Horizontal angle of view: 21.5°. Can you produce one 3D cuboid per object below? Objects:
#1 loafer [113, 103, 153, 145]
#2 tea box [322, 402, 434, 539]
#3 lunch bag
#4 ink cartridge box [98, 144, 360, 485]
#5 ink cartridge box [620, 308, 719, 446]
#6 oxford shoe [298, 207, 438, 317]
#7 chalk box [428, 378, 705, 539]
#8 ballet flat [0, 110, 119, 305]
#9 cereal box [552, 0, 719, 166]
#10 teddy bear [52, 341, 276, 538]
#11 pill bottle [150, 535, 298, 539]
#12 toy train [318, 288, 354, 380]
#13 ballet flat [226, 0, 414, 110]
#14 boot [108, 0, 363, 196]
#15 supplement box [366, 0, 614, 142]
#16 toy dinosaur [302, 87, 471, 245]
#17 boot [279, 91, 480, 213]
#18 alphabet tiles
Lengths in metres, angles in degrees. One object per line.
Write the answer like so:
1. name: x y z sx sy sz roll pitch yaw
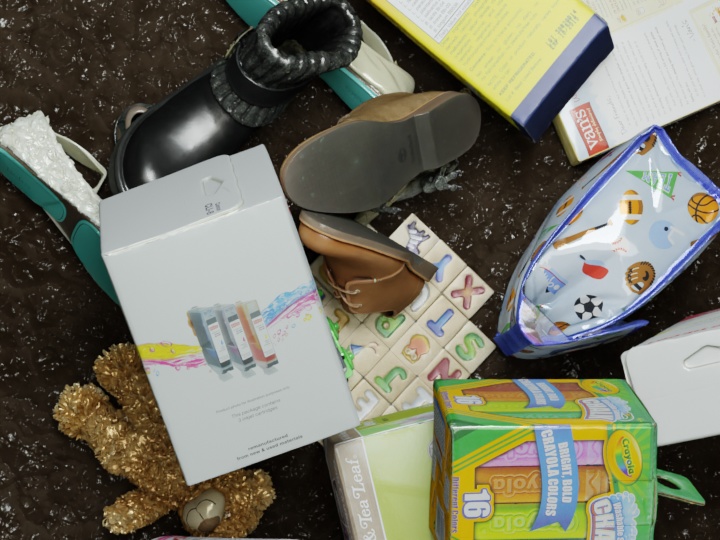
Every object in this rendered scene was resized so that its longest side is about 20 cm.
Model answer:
1. loafer: -0.153 -0.047 1.591 0.072 0.063 0.201 -27 90 -5
2. tea box: 0.085 0.210 1.564 0.196 0.134 0.201 -13 91 -6
3. lunch bag: 0.197 -0.005 1.569 0.200 0.170 0.124 -44 87 -7
4. ink cartridge box: -0.104 0.030 1.458 0.144 0.145 0.201 -18 110 -3
5. ink cartridge box: 0.314 0.074 1.539 0.145 0.200 0.084 -16 90 27
6. oxford shoe: 0.000 0.000 1.538 0.071 0.200 0.071 33 92 30
7. chalk box: 0.157 0.155 1.432 0.199 0.125 0.125 -1 102 -5
8. ballet flat: -0.226 -0.054 1.586 0.072 0.072 0.200 -41 92 -5
9. cereal box: 0.246 -0.195 1.644 0.199 0.040 0.145 -23 88 -4
10. teddy bear: -0.166 0.153 1.580 0.144 0.067 0.201 -28 90 -3
11. pill bottle: -0.086 0.269 1.498 0.199 0.113 0.114 -5 88 35
12. toy train: -0.059 0.009 1.595 0.042 0.056 0.201 -26 87 -4
13. ballet flat: -0.032 -0.203 1.614 0.200 0.069 0.070 42 85 -4
14. boot: -0.102 -0.135 1.516 0.079 0.158 0.211 47 56 -14
15. supplement box: 0.100 -0.215 1.571 0.200 0.110 0.109 41 94 10
16. toy dinosaur: 0.034 -0.073 1.599 0.200 0.088 0.048 -40 107 -5
17. boot: 0.002 -0.099 1.524 0.199 0.075 0.074 -24 120 -37
18. alphabet tiles: 0.013 0.057 1.630 0.166 0.006 0.200 44 85 -3
